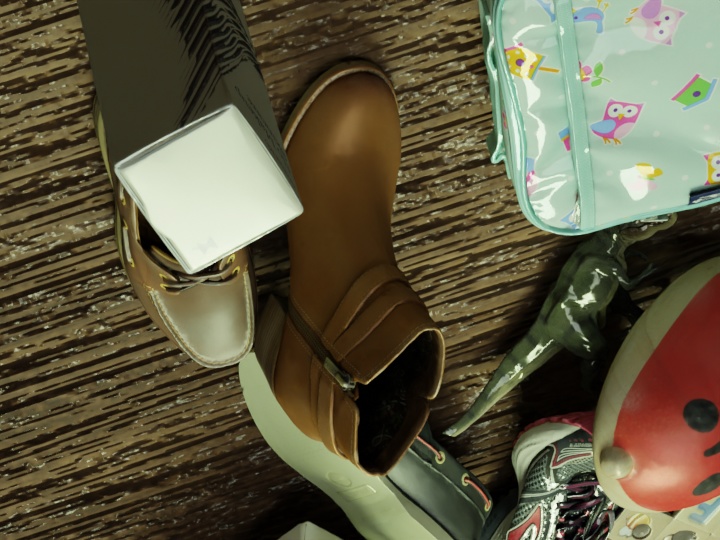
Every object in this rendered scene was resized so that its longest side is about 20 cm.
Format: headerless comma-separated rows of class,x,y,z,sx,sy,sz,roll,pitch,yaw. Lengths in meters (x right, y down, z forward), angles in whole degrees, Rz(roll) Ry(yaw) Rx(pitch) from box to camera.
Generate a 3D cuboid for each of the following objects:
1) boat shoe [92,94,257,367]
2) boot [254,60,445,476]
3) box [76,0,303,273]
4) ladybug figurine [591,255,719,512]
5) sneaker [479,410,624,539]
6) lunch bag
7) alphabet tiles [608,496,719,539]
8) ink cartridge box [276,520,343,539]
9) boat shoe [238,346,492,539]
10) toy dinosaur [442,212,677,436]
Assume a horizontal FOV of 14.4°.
boat shoe,-0.099,-0.016,1.562,0.072,0.068,0.200,-17,130,-2
boot,0.000,0.000,1.529,0.077,0.155,0.200,13,105,-26
box,-0.090,-0.096,1.416,0.068,0.200,0.082,-28,129,7
ladybug figurine,0.205,0.070,1.648,0.200,0.072,0.136,-39,130,-40
sneaker,0.128,0.151,1.724,0.080,0.075,0.200,0,143,-14
lunch bag,0.143,-0.112,1.547,0.160,0.077,0.200,-15,130,-3
alphabet tiles,0.255,0.133,1.819,0.200,0.008,0.167,25,117,-31
ink cartridge box,-0.035,0.258,1.734,0.128,0.125,0.200,29,129,-31
boat shoe,0.003,0.102,1.693,0.074,0.063,0.201,-12,129,47
toy dinosaur,0.137,0.033,1.680,0.088,0.047,0.200,24,115,-27
